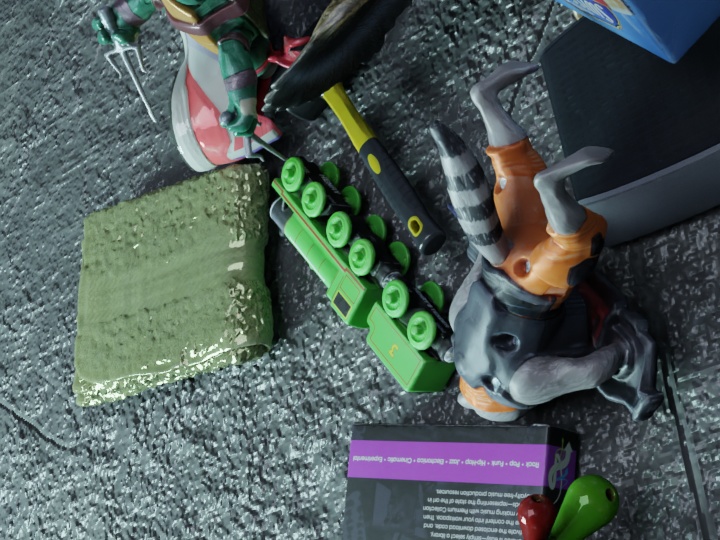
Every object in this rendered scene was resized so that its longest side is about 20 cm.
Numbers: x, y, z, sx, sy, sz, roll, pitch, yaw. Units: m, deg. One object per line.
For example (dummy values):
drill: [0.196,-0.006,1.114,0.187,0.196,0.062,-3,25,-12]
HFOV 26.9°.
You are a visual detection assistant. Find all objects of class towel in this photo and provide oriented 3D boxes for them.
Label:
towel: [-0.134,0.010,1.051,0.200,0.036,0.149,-18,66,40]

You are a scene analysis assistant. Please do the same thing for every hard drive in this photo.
hard drive: [0.183,-0.108,0.773,0.200,0.042,0.135,-28,60,36]

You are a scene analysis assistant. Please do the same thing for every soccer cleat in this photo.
soccer cleat: [-0.091,-0.163,1.044,0.073,0.068,0.200,-12,61,18]

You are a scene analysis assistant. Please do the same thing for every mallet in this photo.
mallet: [-0.003,-0.075,0.939,0.066,0.041,0.200,-46,48,28]

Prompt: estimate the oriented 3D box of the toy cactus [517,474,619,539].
toy cactus: [0.073,0.198,0.728,0.165,0.102,0.200,3,88,19]

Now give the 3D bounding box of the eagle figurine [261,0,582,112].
eagle figurine: [0.016,-0.188,0.853,0.200,0.151,0.152,-12,84,22]

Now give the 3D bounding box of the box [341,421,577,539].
box: [0.047,0.185,0.827,0.143,0.036,0.200,-4,74,42]

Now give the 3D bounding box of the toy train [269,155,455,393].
toy train: [0.000,0.000,0.924,0.200,0.042,0.056,50,124,40]

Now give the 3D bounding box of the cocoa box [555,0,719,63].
cocoa box: [0.153,-0.228,0.727,0.200,0.131,0.133,-47,37,2]

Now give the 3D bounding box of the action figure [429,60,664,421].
action figure: [0.071,-0.007,0.792,0.200,0.105,0.194,45,142,50]

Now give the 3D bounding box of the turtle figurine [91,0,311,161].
turtle figurine: [-0.109,-0.156,0.928,0.150,0.200,0.101,26,76,40]
